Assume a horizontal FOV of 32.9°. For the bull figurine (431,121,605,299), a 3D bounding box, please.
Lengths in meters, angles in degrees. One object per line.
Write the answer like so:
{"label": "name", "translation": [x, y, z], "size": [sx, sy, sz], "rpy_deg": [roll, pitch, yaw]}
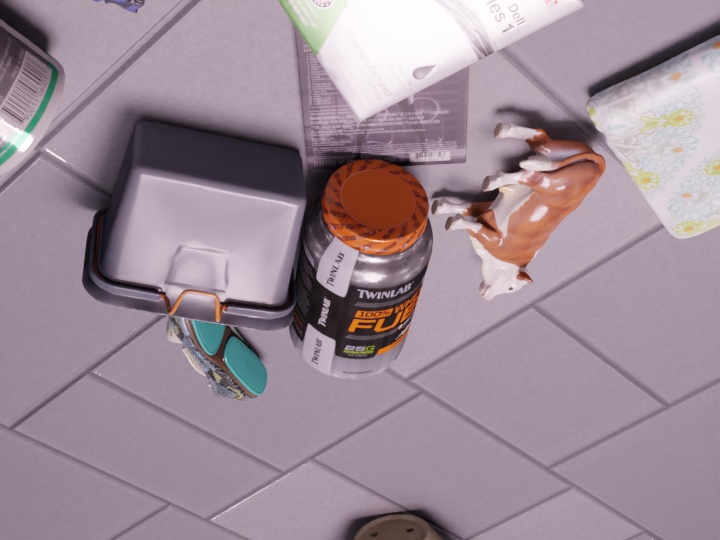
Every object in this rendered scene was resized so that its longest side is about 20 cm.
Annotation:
{"label": "bull figurine", "translation": [0.143, -0.054, 1.139], "size": [0.120, 0.066, 0.201], "rpy_deg": [14, 135, -23]}

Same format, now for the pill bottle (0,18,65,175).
{"label": "pill bottle", "translation": [-0.338, -0.170, 0.944], "size": [0.112, 0.114, 0.199], "rpy_deg": [-31, 131, 28]}

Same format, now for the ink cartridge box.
{"label": "ink cartridge box", "translation": [0.049, -0.227, 0.909], "size": [0.198, 0.085, 0.147], "rpy_deg": [-25, 126, 19]}

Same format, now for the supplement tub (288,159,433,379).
{"label": "supplement tub", "translation": [0.000, 0.000, 1.144], "size": [0.120, 0.124, 0.201], "rpy_deg": [3, 141, -8]}

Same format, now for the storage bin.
{"label": "storage bin", "translation": [-0.140, -0.041, 1.094], "size": [0.197, 0.147, 0.136], "rpy_deg": [10, 127, -14]}

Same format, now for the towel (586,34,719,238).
{"label": "towel", "translation": [0.319, -0.121, 1.091], "size": [0.169, 0.049, 0.200], "rpy_deg": [-26, 134, 22]}

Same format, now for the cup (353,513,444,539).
{"label": "cup", "translation": [0.052, 0.404, 1.581], "size": [0.197, 0.201, 0.145], "rpy_deg": [-9, 110, 7]}

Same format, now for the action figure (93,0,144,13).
{"label": "action figure", "translation": [-0.211, -0.269, 0.882], "size": [0.191, 0.106, 0.199], "rpy_deg": [-18, 162, 26]}

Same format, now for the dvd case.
{"label": "dvd case", "translation": [0.020, -0.165, 1.045], "size": [0.146, 0.016, 0.202], "rpy_deg": [-3, 139, 1]}

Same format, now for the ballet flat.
{"label": "ballet flat", "translation": [-0.165, 0.072, 1.266], "size": [0.073, 0.075, 0.201], "rpy_deg": [-14, 134, 12]}
